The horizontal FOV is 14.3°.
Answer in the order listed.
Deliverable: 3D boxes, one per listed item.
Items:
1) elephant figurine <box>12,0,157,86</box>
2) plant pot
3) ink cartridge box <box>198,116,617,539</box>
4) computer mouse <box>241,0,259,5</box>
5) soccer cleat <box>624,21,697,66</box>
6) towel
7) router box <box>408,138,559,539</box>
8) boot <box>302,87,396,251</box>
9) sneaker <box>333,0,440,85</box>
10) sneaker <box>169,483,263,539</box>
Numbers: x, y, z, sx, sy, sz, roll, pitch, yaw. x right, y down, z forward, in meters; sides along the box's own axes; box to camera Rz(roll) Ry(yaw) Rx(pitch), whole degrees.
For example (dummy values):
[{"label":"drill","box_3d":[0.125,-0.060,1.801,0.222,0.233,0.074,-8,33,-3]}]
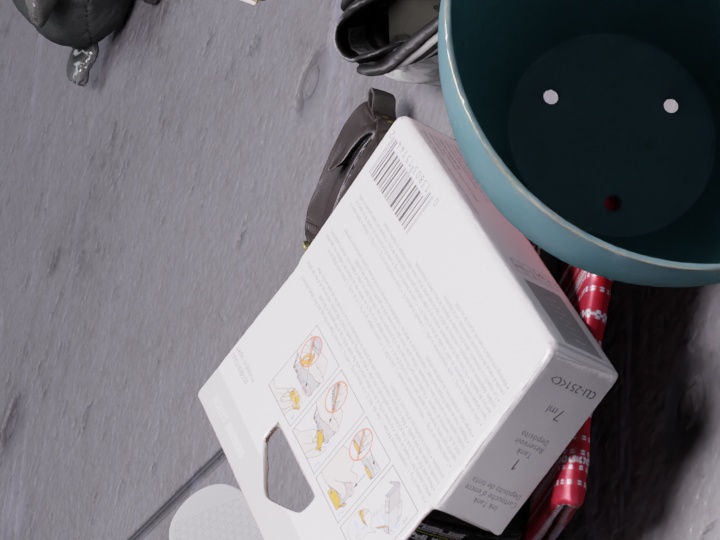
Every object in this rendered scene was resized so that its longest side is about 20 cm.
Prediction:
[{"label":"elephant figurine","box_3d":[-0.221,-0.249,2.219,0.142,0.155,0.200,-53,10,-8]},{"label":"plant pot","box_3d":[0.121,-0.078,1.206,0.135,0.199,0.201,121,160,-72]},{"label":"ink cartridge box","box_3d":[0.015,0.052,1.303,0.176,0.045,0.200,-53,34,18]},{"label":"computer mouse","box_3d":[0.023,-0.196,1.572,0.199,0.044,0.110,-14,10,28]},{"label":"soccer cleat","box_3d":[0.126,-0.121,1.380,0.200,0.068,0.086,-115,37,-64]},{"label":"towel","box_3d":[0.102,0.026,1.319,0.145,0.022,0.201,103,176,-73]},{"label":"router box","box_3d":[0.043,0.053,1.411,0.150,0.062,0.201,125,156,-66]},{"label":"boot","box_3d":[0.000,0.000,1.615,0.201,0.069,0.174,-68,16,2]},{"label":"sneaker","box_3d":[0.022,-0.139,1.549,0.200,0.115,0.076,-19,84,64]},{"label":"sneaker","box_3d":[-0.021,0.197,1.496,0.071,0.099,0.200,-42,45,0]}]
